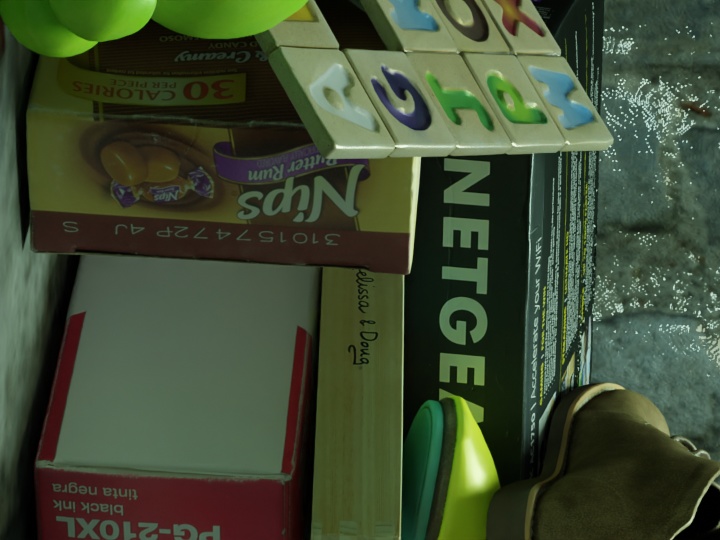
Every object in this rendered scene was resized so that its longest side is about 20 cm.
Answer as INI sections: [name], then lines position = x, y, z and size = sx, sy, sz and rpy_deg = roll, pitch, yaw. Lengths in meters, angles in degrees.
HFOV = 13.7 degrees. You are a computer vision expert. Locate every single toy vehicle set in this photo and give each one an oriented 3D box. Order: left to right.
[toy vehicle set]
position = 0.000, 0.060, 0.972
size = 0.201, 0.026, 0.125
rpy_deg = -88, 180, -50

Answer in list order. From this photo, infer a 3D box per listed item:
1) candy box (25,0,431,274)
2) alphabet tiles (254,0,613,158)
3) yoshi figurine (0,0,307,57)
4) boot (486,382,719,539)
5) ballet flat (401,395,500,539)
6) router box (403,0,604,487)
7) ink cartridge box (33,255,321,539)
[candy box]
position = -0.034, -0.081, 0.944
size = 0.201, 0.116, 0.057
rpy_deg = -85, 178, -51
[alphabet tiles]
position = -0.012, -0.119, 0.891
size = 0.167, 0.008, 0.201
rpy_deg = -5, 62, -58
[yoshi figurine]
position = -0.044, -0.143, 0.762
size = 0.112, 0.111, 0.201
rpy_deg = 111, -13, -74
[boot]
position = 0.102, 0.086, 1.085
size = 0.200, 0.075, 0.074
rpy_deg = -43, 122, -72
[ballet flat]
position = 0.026, 0.143, 1.070
size = 0.067, 0.067, 0.201
rpy_deg = -122, -132, -73
[router box]
position = 0.054, -0.004, 1.126
size = 0.149, 0.051, 0.201
rpy_deg = -54, 146, -66
[ink cartridge box]
position = -0.058, 0.101, 1.008
size = 0.145, 0.084, 0.201
rpy_deg = -85, 177, -55
